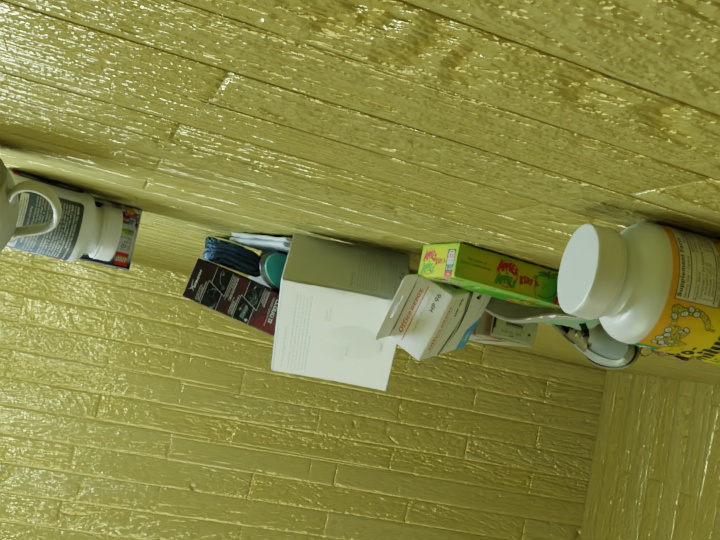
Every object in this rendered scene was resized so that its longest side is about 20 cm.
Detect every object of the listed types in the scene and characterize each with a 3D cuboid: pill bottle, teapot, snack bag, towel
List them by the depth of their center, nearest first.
[{"bbox_3d":[0.291,0.020,0.776,0.196,0.115,0.113,13,174,-10],"label":"pill bottle"},{"bbox_3d":[-0.523,-0.106,1.074,0.146,0.199,0.199,-43,170,38],"label":"teapot"},{"bbox_3d":[-0.501,-0.082,1.370,0.197,0.122,0.119,15,173,-30],"label":"pill bottle"},{"bbox_3d":[-0.114,-0.035,1.531,0.198,0.022,0.187,17,173,-39],"label":"snack bag"},{"bbox_3d":[-0.247,-0.027,1.616,0.110,0.049,0.200,21,176,-17],"label":"towel"}]

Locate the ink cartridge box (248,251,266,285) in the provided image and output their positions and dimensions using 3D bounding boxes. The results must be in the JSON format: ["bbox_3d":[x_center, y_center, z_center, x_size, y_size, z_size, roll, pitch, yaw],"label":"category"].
[{"bbox_3d":[-0.137,0.035,1.768,0.144,0.085,0.200,28,177,13],"label":"ink cartridge box"}]

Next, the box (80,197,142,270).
[{"bbox_3d":[-0.493,-0.076,1.462,0.196,0.113,0.035,13,174,-21],"label":"box"}]

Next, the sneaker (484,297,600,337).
[{"bbox_3d":[0.293,0.062,1.341,0.197,0.075,0.118,6,166,29],"label":"sneaker"}]

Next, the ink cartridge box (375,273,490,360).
[{"bbox_3d":[0.116,0.065,1.266,0.067,0.118,0.199,35,-159,26],"label":"ink cartridge box"}]

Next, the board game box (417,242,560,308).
[{"bbox_3d":[0.193,0.008,1.191,0.197,0.049,0.101,15,174,-25],"label":"board game box"}]

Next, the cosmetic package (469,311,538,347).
[{"bbox_3d":[0.237,0.076,1.481,0.086,0.106,0.200,14,172,-13],"label":"cosmetic package"}]

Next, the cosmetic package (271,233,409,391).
[{"bbox_3d":[-0.034,0.069,1.352,0.196,0.202,0.124,10,-141,-3],"label":"cosmetic package"}]

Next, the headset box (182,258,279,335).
[{"bbox_3d":[-0.215,0.052,1.529,0.197,0.078,0.149,25,177,-5],"label":"headset box"}]

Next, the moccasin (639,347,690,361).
[{"bbox_3d":[0.508,0.113,1.387,0.073,0.079,0.200,10,173,38],"label":"moccasin"}]

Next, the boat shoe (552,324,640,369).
[{"bbox_3d":[0.381,0.102,1.411,0.068,0.075,0.199,36,178,-36],"label":"boat shoe"}]

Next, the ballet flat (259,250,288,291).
[{"bbox_3d":[-0.139,0.005,1.530,0.072,0.075,0.199,8,175,33],"label":"ballet flat"}]
